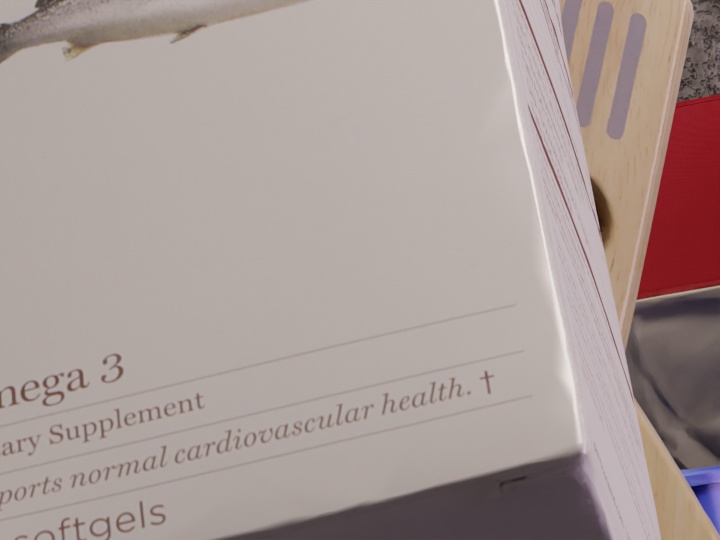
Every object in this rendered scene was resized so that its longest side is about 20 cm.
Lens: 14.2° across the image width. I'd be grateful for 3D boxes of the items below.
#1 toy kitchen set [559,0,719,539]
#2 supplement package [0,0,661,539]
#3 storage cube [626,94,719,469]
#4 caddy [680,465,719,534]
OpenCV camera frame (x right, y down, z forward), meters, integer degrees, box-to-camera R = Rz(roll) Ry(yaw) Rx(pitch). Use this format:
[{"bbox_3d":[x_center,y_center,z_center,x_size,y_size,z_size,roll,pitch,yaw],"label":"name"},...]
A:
[{"bbox_3d":[0.111,0.032,0.637,0.163,0.200,0.181,130,-23,-62],"label":"toy kitchen set"},{"bbox_3d":[-0.015,-0.004,0.552,0.117,0.117,0.200,65,13,-52],"label":"supplement package"},{"bbox_3d":[0.153,0.034,1.463,0.180,0.200,0.171,-80,157,-57],"label":"storage cube"},{"bbox_3d":[0.118,0.118,1.253,0.200,0.141,0.105,38,45,-79],"label":"caddy"}]
